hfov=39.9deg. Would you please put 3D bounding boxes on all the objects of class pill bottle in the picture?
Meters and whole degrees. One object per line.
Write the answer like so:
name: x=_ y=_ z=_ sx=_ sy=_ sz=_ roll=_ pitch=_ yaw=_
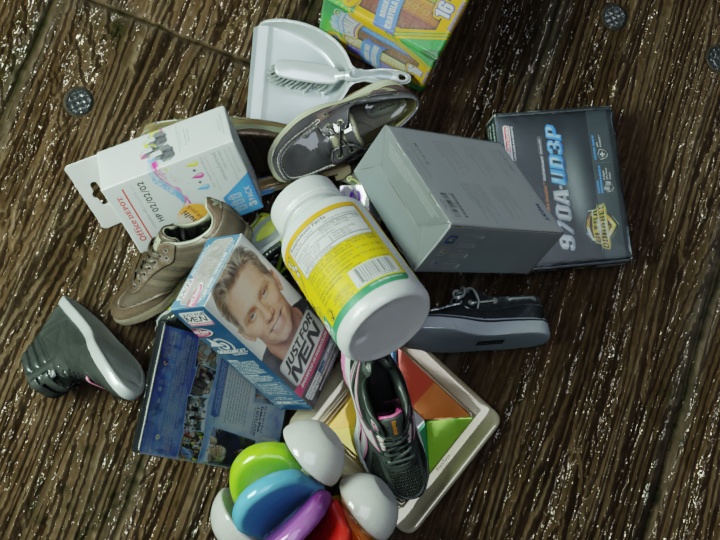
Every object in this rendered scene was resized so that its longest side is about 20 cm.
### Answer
pill bottle: x=-0.019 y=-0.009 z=1.084 sx=0.112 sy=0.113 sz=0.201 roll=-29 pitch=58 yaw=-10

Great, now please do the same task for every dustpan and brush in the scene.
dustpan and brush: x=-0.038 y=-0.242 z=1.233 sx=0.197 sy=0.057 sz=0.141 roll=5 pitch=81 yaw=-8

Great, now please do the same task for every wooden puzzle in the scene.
wooden puzzle: x=0.043 y=0.182 z=1.190 sx=0.200 sy=0.037 sz=0.185 roll=41 pitch=80 yaw=1

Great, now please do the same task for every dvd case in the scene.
dvd case: x=-0.159 y=0.147 z=1.121 sx=0.199 sy=0.017 sz=0.144 roll=21 pitch=74 yaw=-43

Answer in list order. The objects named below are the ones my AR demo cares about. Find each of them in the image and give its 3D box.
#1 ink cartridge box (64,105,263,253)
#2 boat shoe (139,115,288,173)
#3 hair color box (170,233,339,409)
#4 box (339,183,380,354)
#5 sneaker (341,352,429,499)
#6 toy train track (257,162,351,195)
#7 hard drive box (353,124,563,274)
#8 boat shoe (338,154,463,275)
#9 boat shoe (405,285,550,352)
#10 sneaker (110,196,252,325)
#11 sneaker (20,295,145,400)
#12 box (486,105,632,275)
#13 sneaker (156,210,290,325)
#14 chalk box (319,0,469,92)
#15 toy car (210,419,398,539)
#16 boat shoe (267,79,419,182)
ink cartridge box: x=-0.225 y=-0.096 z=1.142 sx=0.198 sy=0.116 sz=0.068 roll=-20 pitch=49 yaw=1
boat shoe: x=-0.170 y=-0.166 z=1.204 sx=0.197 sy=0.072 sz=0.077 roll=-1 pitch=49 yaw=-6
hair color box: x=-0.111 y=0.062 z=1.114 sx=0.200 sy=0.060 sz=0.101 roll=48 pitch=52 yaw=-34
box: x=0.000 y=0.000 z=1.172 sx=0.038 sy=0.041 sz=0.203 roll=0 pitch=91 yaw=20
sneaker: x=0.028 y=0.174 z=1.120 sx=0.080 sy=0.086 sz=0.202 roll=-23 pitch=102 yaw=-8
toy train track: x=-0.107 y=-0.096 z=1.212 sx=0.198 sy=0.033 sz=0.115 roll=-15 pitch=43 yaw=0
hard drive box: x=0.115 y=-0.078 z=1.140 sx=0.198 sy=0.077 sz=0.157 roll=2 pitch=48 yaw=-41
boat shoe: x=0.058 y=-0.063 z=1.213 sx=0.060 sy=0.072 sz=0.202 roll=-43 pitch=82 yaw=-9
boat shoe: x=0.134 y=0.054 z=1.198 sx=0.197 sy=0.074 sz=0.069 roll=-2 pitch=64 yaw=-13
sneaker: x=-0.222 y=-0.016 z=1.145 sx=0.199 sy=0.071 sz=0.076 roll=-34 pitch=126 yaw=10
sneaker: x=-0.313 y=0.116 z=1.110 sx=0.100 sy=0.071 sz=0.200 roll=-52 pitch=45 yaw=-1
box: x=0.250 y=-0.101 z=1.251 sx=0.157 sy=0.046 sz=0.203 roll=-4 pitch=82 yaw=-7
sneaker: x=-0.161 y=0.009 z=1.187 sx=0.199 sy=0.076 sz=0.077 roll=-36 pitch=56 yaw=-8
chalk box: x=0.025 y=-0.335 z=1.222 sx=0.198 sy=0.124 sz=0.125 roll=27 pitch=79 yaw=-2
toy car: x=-0.064 y=0.280 z=1.084 sx=0.175 sy=0.150 sz=0.200 roll=-42 pitch=99 yaw=9
boat shoe: x=-0.017 y=-0.166 z=1.171 sx=0.199 sy=0.065 sz=0.073 roll=-29 pitch=112 yaw=-18
